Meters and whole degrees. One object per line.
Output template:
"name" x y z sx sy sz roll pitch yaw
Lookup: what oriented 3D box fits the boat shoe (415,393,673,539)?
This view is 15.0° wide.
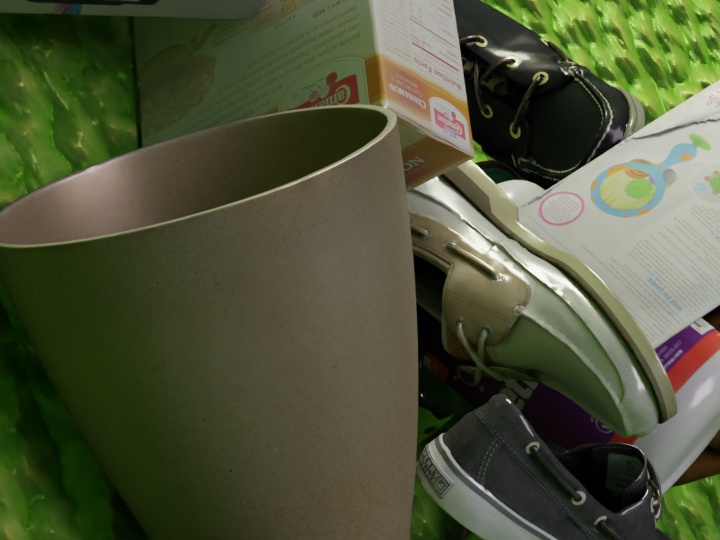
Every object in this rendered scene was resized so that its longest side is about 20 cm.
"boat shoe" 0.107 0.107 1.274 0.200 0.066 0.070 32 16 -41

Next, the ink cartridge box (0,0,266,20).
"ink cartridge box" -0.134 -0.199 1.253 0.200 0.083 0.146 -2 67 -29

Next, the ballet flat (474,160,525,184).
"ballet flat" 0.099 0.035 1.518 0.071 0.069 0.200 67 2 -76

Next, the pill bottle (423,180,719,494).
"pill bottle" 0.097 0.031 1.424 0.200 0.112 0.112 40 29 13

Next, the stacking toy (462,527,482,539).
"stacking toy" 0.087 0.154 1.401 0.116 0.110 0.200 54 17 -32

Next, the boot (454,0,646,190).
"boot" 0.059 -0.107 1.469 0.154 0.074 0.204 30 8 -21

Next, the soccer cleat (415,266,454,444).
"soccer cleat" 0.000 0.000 1.377 0.068 0.081 0.200 13 58 -52

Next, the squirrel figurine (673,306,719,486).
"squirrel figurine" 0.212 0.003 1.573 0.187 0.200 0.142 61 35 -22

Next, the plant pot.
"plant pot" -0.050 0.050 1.206 0.187 0.187 0.200 -39 117 -58

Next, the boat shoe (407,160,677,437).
"boat shoe" 0.070 0.022 1.283 0.200 0.068 0.075 44 -21 44

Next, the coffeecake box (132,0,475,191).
"coffeecake box" -0.034 -0.122 1.345 0.073 0.153 0.200 26 49 -45

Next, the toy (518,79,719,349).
"toy" 0.161 -0.017 1.366 0.115 0.200 0.047 45 -16 38
